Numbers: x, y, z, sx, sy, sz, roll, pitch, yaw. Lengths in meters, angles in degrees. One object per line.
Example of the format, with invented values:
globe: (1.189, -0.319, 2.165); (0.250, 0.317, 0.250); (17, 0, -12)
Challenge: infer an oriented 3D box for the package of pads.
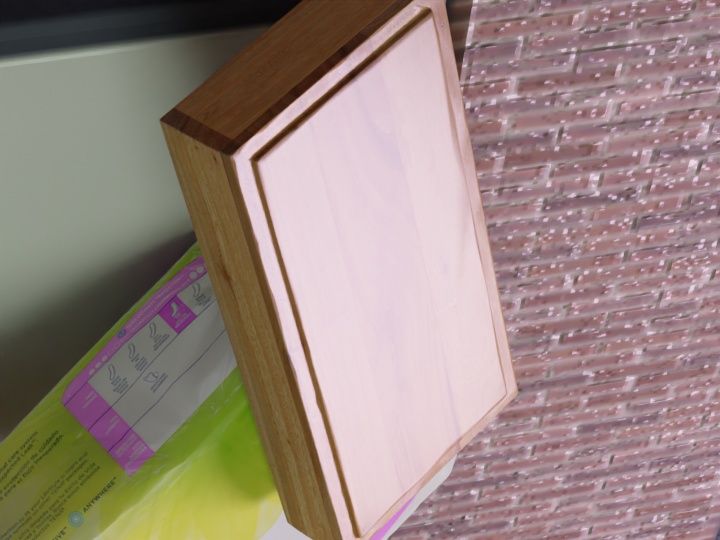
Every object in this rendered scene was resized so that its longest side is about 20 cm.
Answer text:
package of pads: (-0.072, 0.095, 0.883); (0.200, 0.068, 0.155); (-46, 143, -3)

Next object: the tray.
tray: (0.000, 0.000, 0.798); (0.099, 0.037, 0.201); (-42, 140, -26)
